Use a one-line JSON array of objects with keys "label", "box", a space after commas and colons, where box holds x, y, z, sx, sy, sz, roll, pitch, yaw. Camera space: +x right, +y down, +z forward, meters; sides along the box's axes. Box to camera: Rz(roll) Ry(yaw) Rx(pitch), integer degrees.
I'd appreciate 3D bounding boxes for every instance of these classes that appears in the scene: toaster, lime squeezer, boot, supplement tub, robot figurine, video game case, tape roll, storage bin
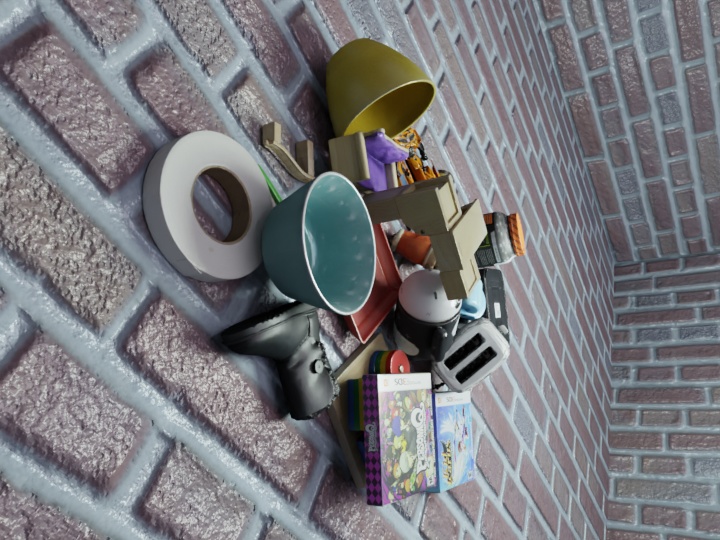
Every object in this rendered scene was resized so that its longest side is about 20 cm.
[{"label": "toaster", "box": [0.226, 0.184, 1.203, 0.114, 0.200, 0.129, 52, 1, 11]}, {"label": "lime squeezer", "box": [-0.095, -0.089, 0.912, 0.200, 0.038, 0.071, 27, 44, -38]}, {"label": "boot", "box": [0.116, -0.052, 1.196, 0.200, 0.107, 0.075, -10, 124, -82]}, {"label": "supplement tub", "box": [0.269, -0.065, 1.307, 0.122, 0.199, 0.123, -10, 90, -69]}, {"label": "robot figurine", "box": [0.130, 0.090, 1.097, 0.125, 0.150, 0.200, -36, 145, -35]}, {"label": "video game case", "box": [0.068, 0.273, 0.953, 0.181, 0.036, 0.201, 14, 71, -54]}, {"label": "video game case", "box": [0.191, 0.366, 1.241, 0.181, 0.045, 0.201, 13, 72, -54]}, {"label": "tape roll", "box": [-0.195, -0.084, 0.760, 0.203, 0.037, 0.203, 17, 69, -55]}, {"label": "robot figurine", "box": [0.109, -0.215, 1.208, 0.145, 0.058, 0.200, -32, 101, -36]}, {"label": "boot", "box": [-0.102, 0.137, 0.813, 0.200, 0.076, 0.169, -20, 95, -63]}, {"label": "storage bin", "box": [0.305, 0.099, 1.436, 0.135, 0.094, 0.201, 5, 78, -57]}]

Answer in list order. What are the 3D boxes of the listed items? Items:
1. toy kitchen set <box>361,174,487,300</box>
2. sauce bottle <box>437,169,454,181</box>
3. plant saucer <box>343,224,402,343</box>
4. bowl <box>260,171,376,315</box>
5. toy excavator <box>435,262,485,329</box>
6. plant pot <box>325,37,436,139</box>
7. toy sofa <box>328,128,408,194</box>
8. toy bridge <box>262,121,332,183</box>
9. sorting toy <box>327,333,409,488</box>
[{"label": "toy kitchen set", "box": [0.117, -0.066, 1.041, 0.163, 0.180, 0.200, -45, 120, -52]}, {"label": "sauce bottle", "box": [0.166, -0.157, 1.308, 0.065, 0.065, 0.200, 60, 37, -29]}, {"label": "plant saucer", "box": [0.000, 0.000, 1.042, 0.200, 0.037, 0.200, -46, 120, -51]}, {"label": "bowl", "box": [-0.068, -0.032, 0.819, 0.201, 0.105, 0.201, 24, 63, -58]}, {"label": "toy excavator", "box": [0.212, 0.038, 1.231, 0.194, 0.200, 0.100, 18, 63, -20]}, {"label": "plant pot", "box": [0.016, -0.331, 1.031, 0.200, 0.200, 0.142, -13, 71, -57]}, {"label": "toy sofa", "box": [0.025, -0.188, 1.032, 0.200, 0.097, 0.083, 2, 81, -71]}, {"label": "toy bridge", "box": [-0.093, -0.184, 0.950, 0.200, 0.027, 0.067, 12, 73, -57]}, {"label": "sorting toy", "box": [0.037, 0.242, 1.010, 0.200, 0.069, 0.199, -39, 115, -53]}]
